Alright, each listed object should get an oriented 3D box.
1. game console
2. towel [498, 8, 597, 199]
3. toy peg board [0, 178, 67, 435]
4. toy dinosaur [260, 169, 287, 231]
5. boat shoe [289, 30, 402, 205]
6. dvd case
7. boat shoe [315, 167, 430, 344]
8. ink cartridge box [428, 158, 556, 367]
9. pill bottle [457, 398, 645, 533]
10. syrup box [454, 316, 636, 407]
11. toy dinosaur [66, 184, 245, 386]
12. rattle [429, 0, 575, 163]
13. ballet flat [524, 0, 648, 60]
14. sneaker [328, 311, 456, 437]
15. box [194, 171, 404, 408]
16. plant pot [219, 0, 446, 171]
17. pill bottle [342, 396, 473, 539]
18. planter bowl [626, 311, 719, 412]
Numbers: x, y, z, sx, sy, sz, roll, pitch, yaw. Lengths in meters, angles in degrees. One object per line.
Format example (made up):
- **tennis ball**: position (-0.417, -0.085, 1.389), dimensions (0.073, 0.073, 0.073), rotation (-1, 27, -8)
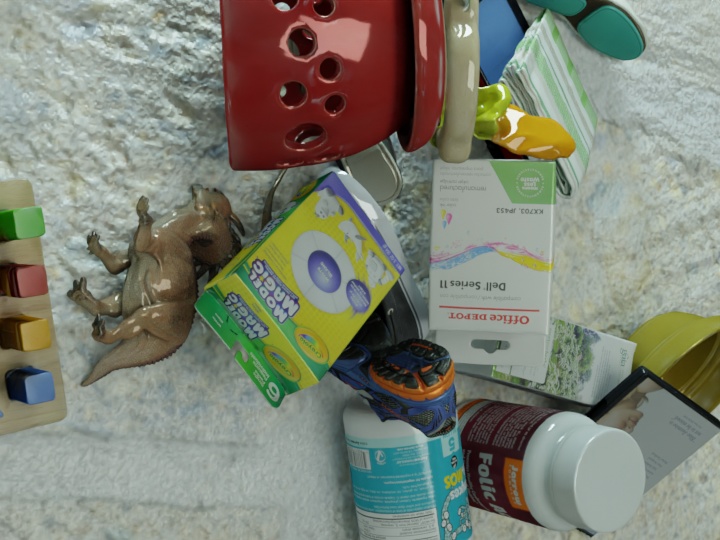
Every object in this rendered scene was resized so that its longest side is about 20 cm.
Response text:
- **game console**: position (0.149, -0.212, 1.155), dimensions (0.172, 0.118, 0.201), rotation (-42, 113, -26)
- **towel**: position (0.197, -0.174, 1.175), dimensions (0.150, 0.031, 0.200), rotation (63, 27, -19)
- **toy peg board**: position (-0.317, 0.040, 0.851), dimensions (0.199, 0.098, 0.201), rotation (-11, 96, -33)
- **toy dinosaur**: position (-0.083, 0.009, 1.035), dimensions (0.060, 0.106, 0.202), rotation (-5, 98, -3)
- **boat shoe**: position (-0.016, -0.155, 1.088), dimensions (0.066, 0.057, 0.201), rotation (-23, 102, 5)
- **dvd case**: position (0.275, 0.200, 1.232), dimensions (0.142, 0.018, 0.200), rotation (32, 113, -30)
- **boat shoe**: position (0.000, 0.000, 1.090), dimensions (0.066, 0.070, 0.201), rotation (-41, 120, -28)
- **ink cartridge box**: position (0.124, -0.004, 1.075), dimensions (0.116, 0.067, 0.202), rotation (2, 97, 8)
- **pill bottle**: position (0.174, 0.192, 1.125), dimensions (0.114, 0.199, 0.115), rotation (0, 90, -34)
- **syrup box**: position (0.194, 0.091, 1.210), dimensions (0.199, 0.081, 0.079), rotation (17, 82, -34)
- **toy dinosaur**: position (-0.163, 0.016, 0.969), dimensions (0.135, 0.086, 0.201), rotation (21, 84, -40)
- **rattle**: position (0.125, -0.193, 0.986), dimensions (0.130, 0.142, 0.201), rotation (-53, 151, -65)
- **ballet flat**: position (0.247, -0.302, 1.259), dimensions (0.199, 0.069, 0.070), rotation (21, 79, -32)
- **sneaker**: position (0.017, 0.097, 1.022), dimensions (0.075, 0.200, 0.079), rotation (-28, 116, -21)
- **box**: position (-0.049, 0.014, 0.965), dimensions (0.118, 0.048, 0.200), rotation (53, 44, -13)
- **plant pot**: position (-0.028, -0.189, 0.951), dimensions (0.181, 0.200, 0.202), rotation (-5, 94, -5)
- **pill bottle**: position (0.049, 0.219, 1.095), dimensions (0.110, 0.110, 0.202), rotation (-12, 98, -33)
- **planter bowl**: position (0.350, 0.108, 1.293), dimensions (0.199, 0.084, 0.201), rotation (-25, 142, -21)
